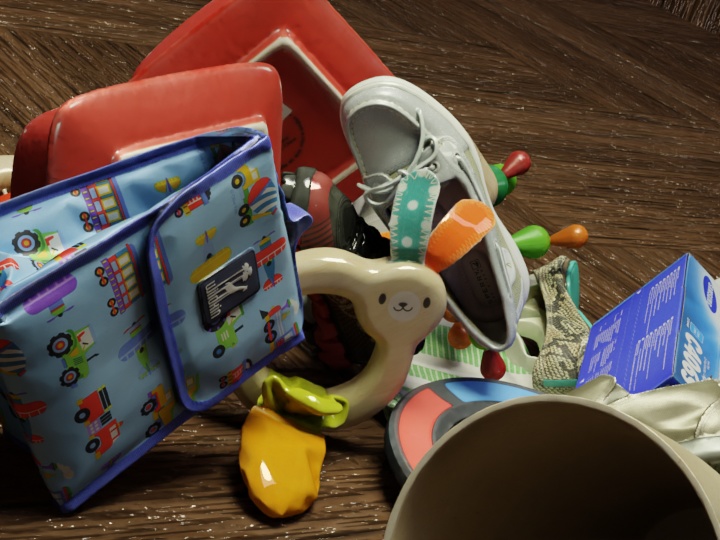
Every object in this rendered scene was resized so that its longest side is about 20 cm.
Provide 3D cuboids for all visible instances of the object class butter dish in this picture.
[{"bbox_3d":[-0.159,-0.040,1.004,0.148,0.200,0.200,19,25,36],"label":"butter dish"},{"bbox_3d":[-0.084,-0.132,1.148,0.199,0.200,0.148,44,16,-39],"label":"butter dish"}]

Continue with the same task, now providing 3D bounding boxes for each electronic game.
[{"bbox_3d":[0.111,0.133,0.987,0.200,0.042,0.200,16,27,-9],"label":"electronic game"}]

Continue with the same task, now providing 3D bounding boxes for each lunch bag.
[{"bbox_3d":[-0.116,0.012,0.848,0.200,0.151,0.094,-29,43,-21],"label":"lunch bag"}]

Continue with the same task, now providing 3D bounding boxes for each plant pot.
[{"bbox_3d":[0.142,0.167,0.791,0.187,0.187,0.200,34,11,36],"label":"plant pot"}]

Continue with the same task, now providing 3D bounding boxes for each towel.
[{"bbox_3d":[0.074,0.076,1.152,0.152,0.023,0.200,15,20,-13],"label":"towel"}]

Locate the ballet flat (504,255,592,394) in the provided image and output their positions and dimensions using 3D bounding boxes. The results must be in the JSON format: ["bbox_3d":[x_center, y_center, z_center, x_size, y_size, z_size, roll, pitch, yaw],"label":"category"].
[{"bbox_3d":[0.146,0.041,1.203,0.075,0.068,0.200,-5,23,3],"label":"ballet flat"}]

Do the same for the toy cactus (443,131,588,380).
[{"bbox_3d":[0.099,-0.033,1.147,0.102,0.165,0.200,-2,45,27],"label":"toy cactus"}]

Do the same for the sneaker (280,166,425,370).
[{"bbox_3d":[0.000,0.000,1.039,0.098,0.200,0.071,2,54,17],"label":"sneaker"}]

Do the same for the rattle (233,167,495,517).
[{"bbox_3d":[0.003,0.038,0.933,0.130,0.200,0.143,57,10,-6],"label":"rattle"}]

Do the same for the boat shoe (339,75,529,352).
[{"bbox_3d":[0.052,-0.037,1.011,0.074,0.202,0.065,-23,24,17],"label":"boat shoe"}]

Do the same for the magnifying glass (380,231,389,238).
[{"bbox_3d":[-0.032,-0.009,1.111,0.200,0.080,0.022,-8,50,16],"label":"magnifying glass"}]

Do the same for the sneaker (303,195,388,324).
[{"bbox_3d":[0.033,-0.033,1.186,0.082,0.200,0.075,16,-24,36],"label":"sneaker"}]

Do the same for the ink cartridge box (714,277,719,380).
[{"bbox_3d":[0.293,0.103,1.091,0.145,0.085,0.200,58,13,-17],"label":"ink cartridge box"}]

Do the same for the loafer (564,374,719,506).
[{"bbox_3d":[0.134,0.104,0.894,0.200,0.075,0.070,-5,54,1],"label":"loafer"}]

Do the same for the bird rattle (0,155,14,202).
[{"bbox_3d":[-0.252,-0.047,1.085,0.200,0.113,0.163,-1,45,-38],"label":"bird rattle"}]

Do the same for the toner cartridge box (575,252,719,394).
[{"bbox_3d":[0.192,0.066,1.020,0.043,0.095,0.200,47,26,-7],"label":"toner cartridge box"}]
